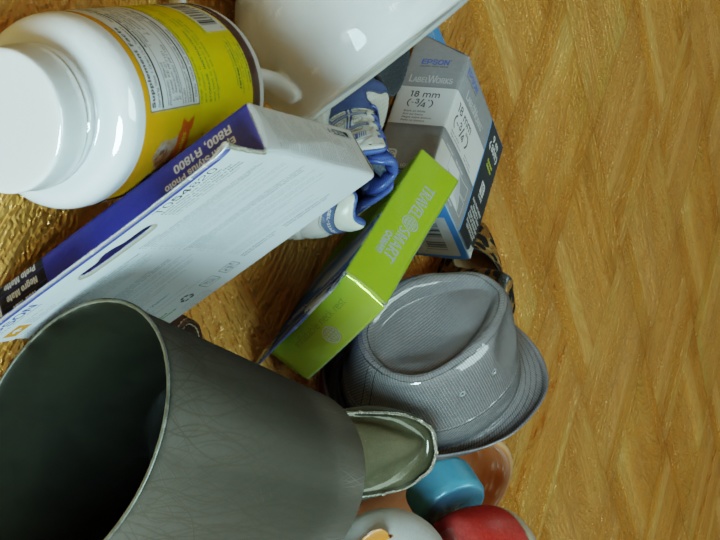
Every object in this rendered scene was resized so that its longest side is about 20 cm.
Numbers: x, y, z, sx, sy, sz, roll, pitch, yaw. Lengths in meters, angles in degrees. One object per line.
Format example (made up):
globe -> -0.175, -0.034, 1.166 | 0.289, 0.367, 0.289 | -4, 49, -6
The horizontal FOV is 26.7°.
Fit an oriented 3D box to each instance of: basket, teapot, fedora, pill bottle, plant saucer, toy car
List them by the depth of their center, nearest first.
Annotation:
pill bottle -> -0.146, -0.097, 0.877 | 0.200, 0.109, 0.110 | -25, 116, -62
basket -> -0.102, 0.114, 0.895 | 0.180, 0.136, 0.200 | -48, 143, 18
teapot -> -0.023, -0.209, 1.092 | 0.146, 0.197, 0.200 | 52, 10, -4
toy car -> 0.026, 0.248, 1.171 | 0.200, 0.185, 0.177 | 20, 118, -43
fedora -> 0.064, 0.062, 1.244 | 0.200, 0.177, 0.090 | -25, 144, -26
plant saucer -> 0.039, 0.201, 1.311 | 0.200, 0.037, 0.200 | -23, 142, -19

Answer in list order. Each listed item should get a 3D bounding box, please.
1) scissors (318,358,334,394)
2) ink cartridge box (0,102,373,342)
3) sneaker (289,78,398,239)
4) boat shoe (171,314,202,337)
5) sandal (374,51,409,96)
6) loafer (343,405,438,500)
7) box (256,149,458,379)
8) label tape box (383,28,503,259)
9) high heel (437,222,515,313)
scissors -> -0.009, 0.027, 1.318 | 0.073, 0.014, 0.201 | 7, 89, -64
ink cartridge box -> -0.111, -0.024, 0.883 | 0.041, 0.199, 0.200 | 59, 18, 12
sneaker -> -0.002, -0.089, 1.225 | 0.200, 0.088, 0.075 | -63, 145, -43
boat shoe -> -0.124, 0.128, 1.015 | 0.070, 0.070, 0.201 | 17, 78, -64
sandal -> -0.002, -0.206, 1.272 | 0.200, 0.043, 0.076 | 65, 44, -64
loafer -> -0.022, 0.142, 1.123 | 0.199, 0.070, 0.075 | -3, 92, -28
box -> 0.000, 0.000, 1.216 | 0.122, 0.048, 0.200 | -46, -172, 43
label tape box -> 0.084, -0.134, 1.437 | 0.144, 0.063, 0.200 | 60, 41, -52
high heel -> 0.125, -0.005, 1.460 | 0.143, 0.071, 0.200 | 119, -11, -47
